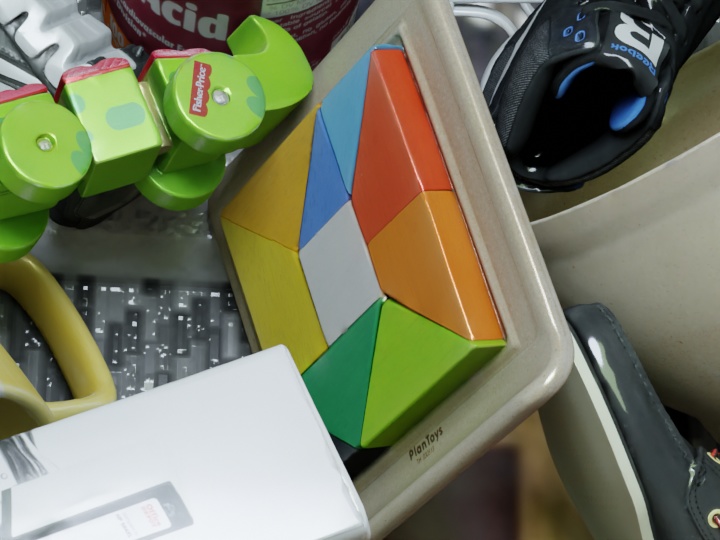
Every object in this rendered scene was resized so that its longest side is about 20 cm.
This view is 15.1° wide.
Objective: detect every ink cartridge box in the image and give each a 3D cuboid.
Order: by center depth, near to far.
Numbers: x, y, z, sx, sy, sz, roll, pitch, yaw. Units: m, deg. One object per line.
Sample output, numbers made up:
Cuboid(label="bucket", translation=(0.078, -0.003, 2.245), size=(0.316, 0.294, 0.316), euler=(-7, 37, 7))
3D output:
Cuboid(label="ink cartridge box", translation=(-0.108, 0.121, 1.016), size=(0.199, 0.146, 0.085), euler=(-18, 65, -17))

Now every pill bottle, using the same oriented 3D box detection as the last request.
Cuboid(label="pill bottle", translation=(-0.048, -0.155, 1.130), size=(0.113, 0.200, 0.115), euler=(3, 63, -6))

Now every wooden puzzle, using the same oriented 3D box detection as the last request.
Cuboid(label="wooden puzzle", translation=(0.000, 0.000, 1.073), size=(0.037, 0.185, 0.201), euler=(3, 59, -33))

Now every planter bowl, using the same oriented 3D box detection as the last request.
Cuboid(label="planter bowl", translation=(0.167, -0.013, 1.113), size=(0.200, 0.200, 0.135), euler=(-36, 100, -22))

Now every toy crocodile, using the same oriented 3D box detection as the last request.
Cuboid(label="toy crocodile", translation=(-0.104, -0.053, 1.057), size=(0.199, 0.068, 0.062), euler=(-17, 73, -28))

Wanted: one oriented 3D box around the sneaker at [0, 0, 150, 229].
Cuboid(label="sneaker", translation=(-0.158, -0.096, 1.146), size=(0.200, 0.091, 0.066), euler=(47, 23, 5))

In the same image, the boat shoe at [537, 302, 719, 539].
Cuboid(label="boat shoe", translation=(0.125, 0.099, 1.069), size=(0.063, 0.074, 0.202), euler=(-28, 101, -12))

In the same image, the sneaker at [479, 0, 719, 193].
Cuboid(label="sneaker", translation=(0.119, -0.109, 1.042), size=(0.073, 0.112, 0.201), euler=(33, 107, -9))

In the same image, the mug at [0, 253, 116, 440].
Cuboid(label="mug", translation=(-0.208, 0.041, 1.067), size=(0.149, 0.186, 0.154), euler=(-39, 62, 10))

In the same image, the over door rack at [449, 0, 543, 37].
Cuboid(label="over door rack", translation=(0.107, -0.130, 1.172), size=(0.198, 0.067, 0.148), euler=(-11, 29, 6))
